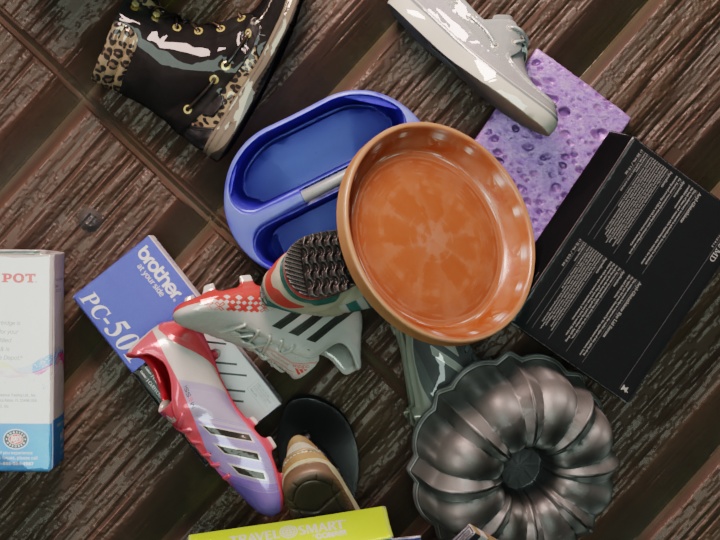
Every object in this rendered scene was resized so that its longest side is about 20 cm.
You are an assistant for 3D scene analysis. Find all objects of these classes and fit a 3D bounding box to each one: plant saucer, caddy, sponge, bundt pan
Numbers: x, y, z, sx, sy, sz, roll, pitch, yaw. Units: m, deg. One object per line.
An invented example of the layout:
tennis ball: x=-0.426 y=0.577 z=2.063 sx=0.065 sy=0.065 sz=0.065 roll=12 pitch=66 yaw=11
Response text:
plant saucer: x=0.065 y=-0.031 z=1.594 sx=0.199 sy=0.032 sz=0.202 roll=11 pitch=68 yaw=-28
caddy: x=-0.028 y=-0.079 z=1.663 sx=0.199 sy=0.105 sz=0.142 roll=-26 pitch=92 yaw=1
sponge: x=0.152 y=-0.093 z=1.700 sx=0.111 sy=0.030 sz=0.201 roll=35 pitch=92 yaw=-1
bundt pan: x=0.147 y=0.180 z=1.654 sx=0.200 sy=0.076 sz=0.204 roll=-4 pitch=104 yaw=-15

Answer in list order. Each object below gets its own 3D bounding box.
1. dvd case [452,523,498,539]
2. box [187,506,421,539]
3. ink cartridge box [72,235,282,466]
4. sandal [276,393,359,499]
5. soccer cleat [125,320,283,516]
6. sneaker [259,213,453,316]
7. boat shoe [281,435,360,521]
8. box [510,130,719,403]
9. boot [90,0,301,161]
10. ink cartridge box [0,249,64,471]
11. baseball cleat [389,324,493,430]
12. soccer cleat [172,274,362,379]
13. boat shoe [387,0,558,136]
dvd case: x=0.103 y=0.312 z=1.644 sx=0.149 sy=0.016 sz=0.200 roll=-45 pitch=136 yaw=11
box: x=-0.048 y=0.274 z=1.604 sx=0.198 sy=0.048 sz=0.123 roll=-7 pitch=128 yaw=-7
ink cartridge box: x=-0.169 y=0.074 z=1.700 sx=0.094 sy=0.044 sz=0.201 roll=-38 pitch=91 yaw=0
sandal: x=-0.035 y=0.215 z=1.704 sx=0.075 sy=0.043 sz=0.202 roll=-6 pitch=92 yaw=0
soccer cleat: x=-0.137 y=0.139 z=1.640 sx=0.076 sy=0.067 sz=0.201 roll=-26 pitch=87 yaw=-27
sneaker: x=0.000 y=0.000 z=1.619 sx=0.198 sy=0.093 sz=0.071 roll=-8 pitch=77 yaw=-34
boat shoe: x=-0.024 y=0.232 z=1.657 sx=0.071 sy=0.076 sz=0.201 roll=-16 pitch=125 yaw=-2
box: x=0.236 y=-0.004 z=1.666 sx=0.141 sy=0.079 sz=0.201 roll=34 pitch=92 yaw=-12
boot: x=-0.146 y=-0.220 z=1.679 sx=0.150 sy=0.073 sz=0.201 roll=27 pitch=97 yaw=0
ink cartridge box: x=-0.348 y=0.079 z=1.681 sx=0.143 sy=0.085 sz=0.202 roll=1 pitch=93 yaw=0
baseball cleat: x=0.081 y=0.072 z=1.696 sx=0.105 sy=0.070 sz=0.202 roll=-7 pitch=96 yaw=-13
soccer cleat: x=-0.078 y=0.055 z=1.645 sx=0.199 sy=0.068 sz=0.086 roll=4 pitch=70 yaw=-39
boat shoe: x=0.115 y=-0.206 z=1.661 sx=0.201 sy=0.070 sz=0.072 roll=43 pitch=89 yaw=16
